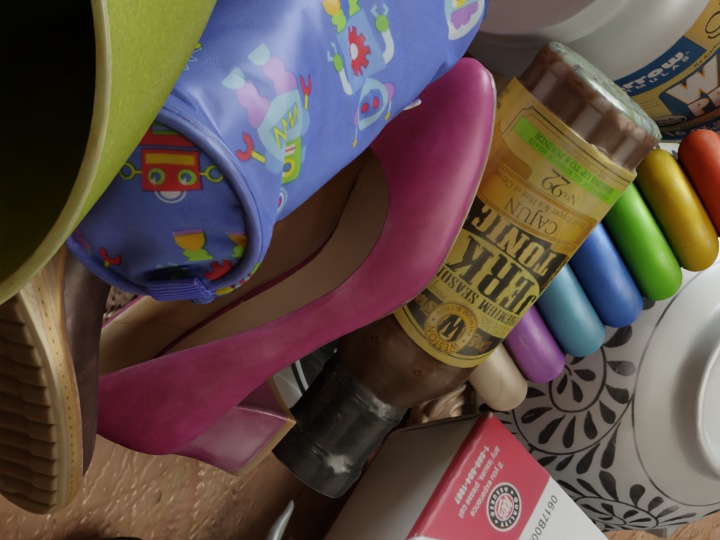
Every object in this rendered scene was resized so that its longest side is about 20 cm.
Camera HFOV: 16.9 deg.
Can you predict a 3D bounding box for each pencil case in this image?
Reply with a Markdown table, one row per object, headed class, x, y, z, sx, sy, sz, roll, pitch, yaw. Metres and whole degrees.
| class | x | y | z | sx | sy | sz | roll | pitch | yaw |
| --- | --- | --- | --- | --- | --- | --- | --- | --- | --- |
| pencil case | -0.027 | -0.063 | 0.831 | 0.200 | 0.078 | 0.087 | -49 | 125 | -48 |

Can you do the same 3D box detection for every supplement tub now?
| class | x | y | z | sx | sy | sz | roll | pitch | yaw |
| --- | --- | --- | --- | --- | --- | --- | --- | --- | --- |
| supplement tub | 0.112 | -0.141 | 1.059 | 0.200 | 0.144 | 0.146 | 14 | 95 | -60 |

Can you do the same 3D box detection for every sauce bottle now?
| class | x | y | z | sx | sy | sz | roll | pitch | yaw |
| --- | --- | --- | --- | --- | --- | --- | --- | --- | --- |
| sauce bottle | 0.038 | 0.004 | 0.972 | 0.200 | 0.065 | 0.065 | -53 | 152 | 11 |

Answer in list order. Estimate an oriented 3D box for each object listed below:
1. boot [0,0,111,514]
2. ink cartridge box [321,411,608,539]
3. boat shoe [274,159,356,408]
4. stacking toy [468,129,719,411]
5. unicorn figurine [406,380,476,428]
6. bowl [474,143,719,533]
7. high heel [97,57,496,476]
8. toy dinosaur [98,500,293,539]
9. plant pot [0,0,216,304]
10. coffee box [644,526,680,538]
| class | x | y | z | sx | sy | sz | roll | pitch | yaw |
| --- | --- | --- | --- | --- | --- | --- | --- | --- | --- |
| boot | -0.084 | -0.029 | 0.871 | 0.166 | 0.072 | 0.201 | -37 | 133 | -41 |
| ink cartridge box | 0.065 | 0.186 | 1.109 | 0.200 | 0.085 | 0.148 | 45 | 55 | -19 |
| boat shoe | 0.000 | 0.000 | 1.033 | 0.072 | 0.067 | 0.201 | -43 | 141 | -38 |
| stacking toy | 0.125 | -0.021 | 1.076 | 0.199 | 0.086 | 0.085 | -30 | 147 | 6 |
| unicorn figurine | 0.075 | 0.091 | 1.224 | 0.200 | 0.074 | 0.138 | 34 | 77 | -43 |
| bowl | 0.160 | 0.046 | 1.167 | 0.200 | 0.094 | 0.202 | -14 | 113 | -37 |
| high heel | -0.033 | -0.010 | 0.929 | 0.096 | 0.068 | 0.200 | 25 | 114 | -39 |
| toy dinosaur | -0.080 | 0.146 | 0.982 | 0.199 | 0.102 | 0.077 | 17 | 118 | -49 |
| plant pot | -0.110 | -0.106 | 0.704 | 0.200 | 0.186 | 0.189 | -46 | 145 | -58 |
| coffee box | 0.169 | 0.026 | 1.318 | 0.114 | 0.079 | 0.201 | -32 | 133 | -47 |
